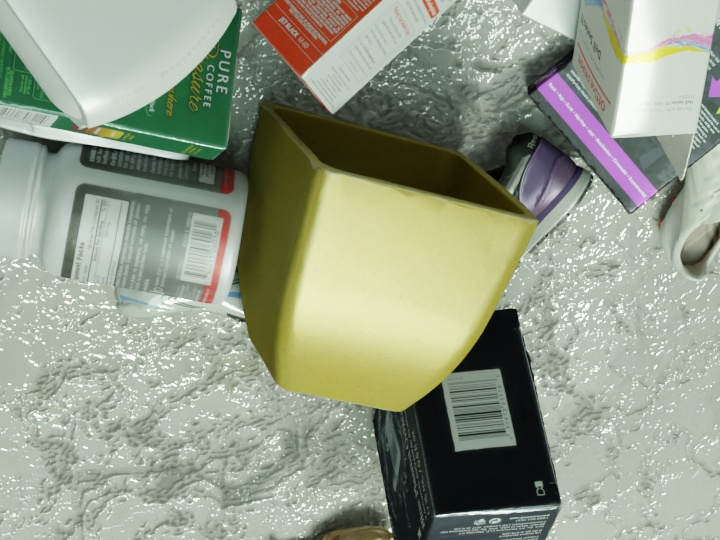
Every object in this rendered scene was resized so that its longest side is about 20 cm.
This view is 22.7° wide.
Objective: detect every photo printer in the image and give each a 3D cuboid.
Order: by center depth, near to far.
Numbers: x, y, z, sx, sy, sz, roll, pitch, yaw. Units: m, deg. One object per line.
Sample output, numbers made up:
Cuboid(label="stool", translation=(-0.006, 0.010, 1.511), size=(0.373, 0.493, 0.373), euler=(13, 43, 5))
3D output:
Cuboid(label="photo printer", translation=(-0.196, -0.218, 1.320), size=(0.166, 0.069, 0.200), euler=(-40, 111, -19))

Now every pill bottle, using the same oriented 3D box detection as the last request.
Cuboid(label="pill bottle", translation=(-0.199, -0.043, 1.472), size=(0.199, 0.114, 0.114), euler=(11, 123, -8))

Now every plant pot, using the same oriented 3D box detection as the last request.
Cuboid(label="plant pot", translation=(0.000, 0.000, 1.478), size=(0.193, 0.196, 0.201), euler=(12, 105, -21))

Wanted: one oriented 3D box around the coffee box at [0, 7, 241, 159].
Cuboid(label="coffee box", translation=(-0.196, -0.164, 1.394), size=(0.199, 0.124, 0.044), euler=(9, 165, -20))

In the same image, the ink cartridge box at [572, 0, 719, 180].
Cuboid(label="ink cartridge box", translation=(0.203, -0.175, 1.288), size=(0.067, 0.117, 0.201), euler=(-3, 125, -9))

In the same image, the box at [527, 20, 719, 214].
Cuboid(label="box", translation=(0.263, -0.164, 1.527), size=(0.200, 0.036, 0.143), euler=(-38, 104, 17))

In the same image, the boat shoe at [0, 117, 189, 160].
Cuboid(label="boat shoe", translation=(-0.226, -0.138, 1.434), size=(0.199, 0.072, 0.068), euler=(9, 99, -17))

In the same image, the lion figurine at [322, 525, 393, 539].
Cuboid(label="lion figurine", translation=(-0.035, 0.330, 1.829), size=(0.122, 0.073, 0.200), euler=(-2, 140, -22))

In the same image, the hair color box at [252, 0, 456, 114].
Cuboid(label="hair color box", translation=(0.023, -0.216, 1.326), size=(0.200, 0.064, 0.111), euler=(-41, 165, 2))

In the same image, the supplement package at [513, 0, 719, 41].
Cuboid(label="supplement package", translation=(0.217, -0.283, 1.383), size=(0.151, 0.151, 0.200), euler=(21, 118, -26))

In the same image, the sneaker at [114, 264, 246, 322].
Cuboid(label="sneaker", translation=(-0.117, 0.009, 1.571), size=(0.199, 0.072, 0.073), euler=(3, 95, -24))

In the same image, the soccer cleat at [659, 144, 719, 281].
Cuboid(label="soccer cleat", translation=(0.318, -0.084, 1.598), size=(0.069, 0.078, 0.201), euler=(1, 125, -14))

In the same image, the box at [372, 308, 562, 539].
Cuboid(label="box", translation=(0.090, 0.171, 1.618), size=(0.117, 0.197, 0.200), euler=(-4, 148, -9))

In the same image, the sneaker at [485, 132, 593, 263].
Cuboid(label="sneaker", translation=(0.112, -0.042, 1.598), size=(0.087, 0.076, 0.200), euler=(38, 116, -6))
